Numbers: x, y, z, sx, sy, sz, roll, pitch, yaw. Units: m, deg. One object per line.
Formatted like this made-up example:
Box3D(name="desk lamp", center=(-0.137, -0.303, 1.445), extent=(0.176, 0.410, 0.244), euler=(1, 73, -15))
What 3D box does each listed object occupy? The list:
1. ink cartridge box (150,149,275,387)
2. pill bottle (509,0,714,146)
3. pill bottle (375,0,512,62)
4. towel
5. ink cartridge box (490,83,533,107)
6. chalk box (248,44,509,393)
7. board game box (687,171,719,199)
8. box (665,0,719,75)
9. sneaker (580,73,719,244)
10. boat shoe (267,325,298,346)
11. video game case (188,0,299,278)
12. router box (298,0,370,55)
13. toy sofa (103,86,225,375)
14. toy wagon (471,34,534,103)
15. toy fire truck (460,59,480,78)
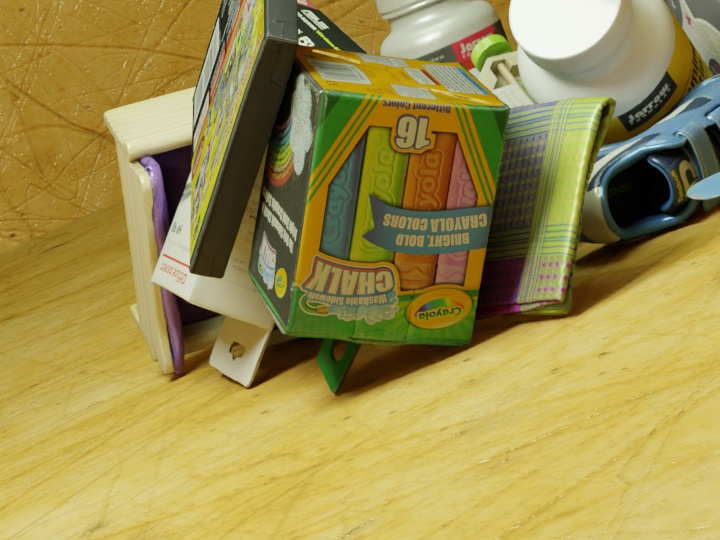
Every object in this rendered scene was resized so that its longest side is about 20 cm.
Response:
Box3D(name="ink cartridge box", center=(-0.085, -0.030, 1.716), extent=(0.066, 0.201, 0.116), euler=(20, 0, -19))
Box3D(name="pill bottle", center=(0.175, -0.139, 1.706), extent=(0.112, 0.112, 0.200), euler=(-20, -29, 18))
Box3D(name="pill bottle", center=(0.083, -0.168, 2.146), extent=(0.110, 0.201, 0.111), euler=(-22, 9, 4))
Box3D(name="towel", center=(0.092, -0.035, 1.567), extent=(0.023, 0.144, 0.200), euler=(17, -12, -25))
Box3D(name="ink cartridge box", center=(0.042, -0.051, 1.719), extent=(0.199, 0.068, 0.117), euler=(-19, 35, -11))
Box3D(name="chalk box", center=(0.006, -0.026, 1.533), extent=(0.123, 0.201, 0.125), euler=(4, 18, -15))
Box3D(name="board game box", center=(0.292, -0.053, 1.426), extent=(0.199, 0.039, 0.158), euler=(-12, 8, 31))
Box3D(name="box", center=(0.285, -0.203, 1.809), extent=(0.114, 0.132, 0.200), euler=(-23, 40, -6))
Box3D(name="sneaker", center=(0.218, -0.071, 1.633), extent=(0.199, 0.074, 0.082), euler=(-30, 15, -12))
Box3D(name="boat shoe", center=(0.000, 0.000, 1.767), extent=(0.199, 0.062, 0.073), euler=(-18, 6, 20))
Box3D(name="video game case", center=(-0.076, -0.127, 1.594), extent=(0.025, 0.200, 0.181), euler=(11, 41, -12))
Box3D(name="router box", center=(-0.046, -0.092, 1.860), extent=(0.062, 0.150, 0.200), euler=(-29, -27, -39))
Box3D(name="toy sofa", center=(-0.130, -0.026, 1.834), extent=(0.082, 0.201, 0.098), euler=(-16, 38, -16))
Box3D(name="toy wagon", center=(0.143, -0.121, 1.877), extent=(0.199, 0.155, 0.040), euler=(-16, -40, -24))
Box3D(name="toy fire truck", center=(0.101, -0.080, 1.916), extent=(0.199, 0.113, 0.168), euler=(-25, 29, -31))
